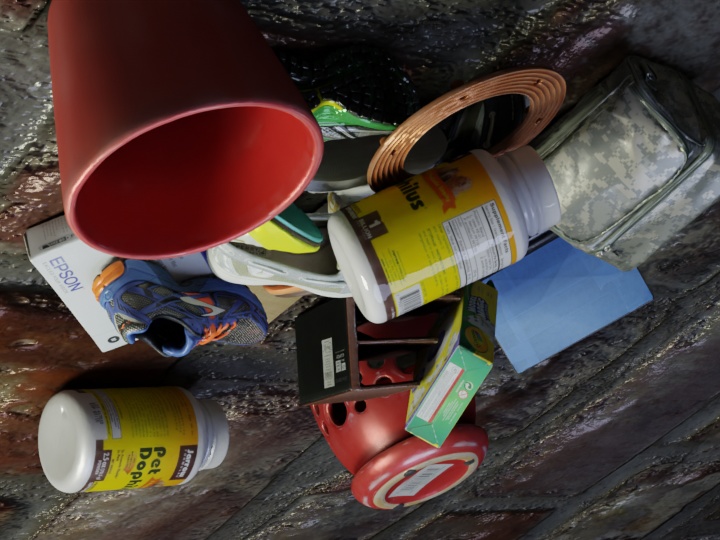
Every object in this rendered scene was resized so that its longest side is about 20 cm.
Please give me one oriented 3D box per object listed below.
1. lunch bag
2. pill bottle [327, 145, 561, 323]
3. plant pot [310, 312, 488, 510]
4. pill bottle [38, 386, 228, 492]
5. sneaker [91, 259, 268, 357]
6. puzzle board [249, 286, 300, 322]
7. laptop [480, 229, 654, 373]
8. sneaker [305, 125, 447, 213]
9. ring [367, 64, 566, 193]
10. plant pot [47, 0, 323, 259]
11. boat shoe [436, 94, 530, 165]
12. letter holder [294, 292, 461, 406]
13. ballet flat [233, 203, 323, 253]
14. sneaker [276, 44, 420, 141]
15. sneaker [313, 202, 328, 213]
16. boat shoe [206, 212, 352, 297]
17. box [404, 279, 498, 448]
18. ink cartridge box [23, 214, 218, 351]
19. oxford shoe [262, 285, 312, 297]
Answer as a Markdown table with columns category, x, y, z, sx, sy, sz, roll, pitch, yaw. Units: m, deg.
| category | x | y | z | sx | sy | sz | roll | pitch | yaw |
| --- | --- | --- | --- | --- | --- | --- | --- | --- | --- |
| lunch bag | 0.260 | -0.114 | 1.657 | 0.167 | 0.140 | 0.200 | 27 | 126 | -34 |
| pill bottle | 0.077 | -0.039 | 1.479 | 0.198 | 0.110 | 0.110 | -24 | 154 | -8 |
| plant pot | 0.051 | 0.175 | 1.969 | 0.198 | 0.184 | 0.201 | -19 | 155 | -9 |
| pill bottle | -0.248 | 0.185 | 1.813 | 0.198 | 0.110 | 0.109 | 1 | 146 | -39 |
| sneaker | -0.167 | 0.050 | 1.557 | 0.198 | 0.079 | 0.075 | 12 | 137 | -42 |
| puzzle board | -0.135 | 0.014 | 1.709 | 0.150 | 0.018 | 0.199 | -38 | 150 | 26 |
| laptop | 0.201 | 0.001 | 1.834 | 0.186 | 0.117 | 0.200 | -30 | 153 | 14 |
| sneaker | -0.020 | -0.081 | 1.557 | 0.198 | 0.074 | 0.116 | -7 | 147 | -31 |
| ring | 0.094 | -0.127 | 1.471 | 0.198 | 0.019 | 0.201 | -25 | 161 | -9 |
| plant pot | -0.148 | -0.136 | 1.237 | 0.198 | 0.179 | 0.201 | -18 | 154 | -9 |
| boat shoe | 0.105 | -0.110 | 1.610 | 0.060 | 0.076 | 0.201 | -7 | 138 | -30 |
| letter holder | 0.023 | 0.085 | 1.766 | 0.140 | 0.102 | 0.200 | -2 | 172 | -18 |
| ballet flat | -0.122 | -0.066 | 1.454 | 0.067 | 0.067 | 0.200 | -42 | 122 | 14 |
| sneaker | -0.037 | -0.148 | 1.436 | 0.198 | 0.079 | 0.085 | 0 | 156 | -27 |
| sneaker | 0.018 | -0.020 | 1.693 | 0.198 | 0.081 | 0.076 | 8 | 143 | -43 |
| boat shoe | -0.043 | -0.020 | 1.535 | 0.199 | 0.076 | 0.065 | 4 | 165 | -14 |
| box | 0.099 | 0.086 | 1.733 | 0.048 | 0.200 | 0.118 | 29 | 114 | -5 |
| ink cartridge box | -0.193 | -0.012 | 1.563 | 0.198 | 0.041 | 0.200 | -23 | 148 | 2 |
| oxford shoe | 0.000 | 0.000 | 1.621 | 0.197 | 0.072 | 0.073 | -14 | 136 | -3 |
